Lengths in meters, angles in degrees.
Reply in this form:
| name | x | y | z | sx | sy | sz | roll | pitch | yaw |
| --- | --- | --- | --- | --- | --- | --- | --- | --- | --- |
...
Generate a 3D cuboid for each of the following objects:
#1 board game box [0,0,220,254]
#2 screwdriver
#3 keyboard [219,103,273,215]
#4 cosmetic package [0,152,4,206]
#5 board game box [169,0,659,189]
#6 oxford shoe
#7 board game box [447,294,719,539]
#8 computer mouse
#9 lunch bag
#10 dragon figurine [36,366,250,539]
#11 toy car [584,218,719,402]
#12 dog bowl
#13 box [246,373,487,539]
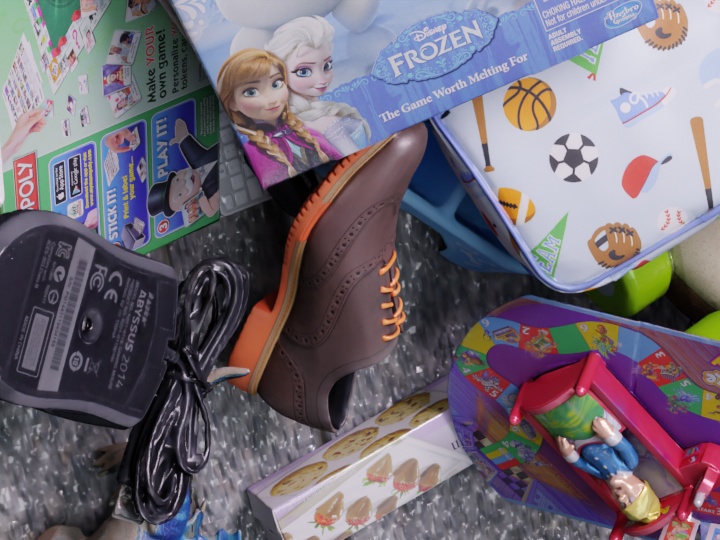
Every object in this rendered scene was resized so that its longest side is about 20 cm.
| name | x | y | z | sx | sy | sz | roll | pitch | yaw |
| --- | --- | --- | --- | --- | --- | --- | --- | --- | --- |
| board game box | -0.124 | -0.089 | 1.033 | 0.134 | 0.029 | 0.200 | -26 | 133 | -35 |
| screwdriver | -0.059 | -0.087 | 1.070 | 0.029 | 0.028 | 0.200 | -37 | 143 | -7 |
| keyboard | -0.068 | -0.129 | 1.114 | 0.056 | 0.011 | 0.201 | -20 | 112 | -20 |
| cosmetic package | -0.249 | -0.006 | 0.969 | 0.113 | 0.081 | 0.200 | 20 | 129 | -30 |
| board game box | 0.006 | -0.161 | 0.975 | 0.200 | 0.043 | 0.199 | -24 | 118 | 4 |
| oxford shoe | 0.000 | 0.000 | 1.100 | 0.071 | 0.072 | 0.200 | -45 | 166 | -47 |
| board game box | 0.133 | 0.095 | 1.128 | 0.039 | 0.199 | 0.158 | -61 | 159 | -43 |
| computer mouse | -0.135 | 0.032 | 1.032 | 0.200 | 0.053 | 0.139 | 33 | 71 | -55 |
| lunch bag | 0.135 | -0.095 | 1.086 | 0.200 | 0.076 | 0.160 | -33 | 91 | 3 |
| dragon figurine | -0.101 | 0.142 | 1.145 | 0.099 | 0.059 | 0.200 | 36 | 87 | -29 |
| toy car | 0.209 | 0.032 | 1.227 | 0.164 | 0.158 | 0.200 | -32 | 153 | -23 |
| dog bowl | 0.055 | -0.068 | 1.166 | 0.200 | 0.050 | 0.112 | 32 | 88 | -31 |
| box | 0.034 | 0.093 | 1.209 | 0.200 | 0.041 | 0.039 | -28 | 115 | -16 |
